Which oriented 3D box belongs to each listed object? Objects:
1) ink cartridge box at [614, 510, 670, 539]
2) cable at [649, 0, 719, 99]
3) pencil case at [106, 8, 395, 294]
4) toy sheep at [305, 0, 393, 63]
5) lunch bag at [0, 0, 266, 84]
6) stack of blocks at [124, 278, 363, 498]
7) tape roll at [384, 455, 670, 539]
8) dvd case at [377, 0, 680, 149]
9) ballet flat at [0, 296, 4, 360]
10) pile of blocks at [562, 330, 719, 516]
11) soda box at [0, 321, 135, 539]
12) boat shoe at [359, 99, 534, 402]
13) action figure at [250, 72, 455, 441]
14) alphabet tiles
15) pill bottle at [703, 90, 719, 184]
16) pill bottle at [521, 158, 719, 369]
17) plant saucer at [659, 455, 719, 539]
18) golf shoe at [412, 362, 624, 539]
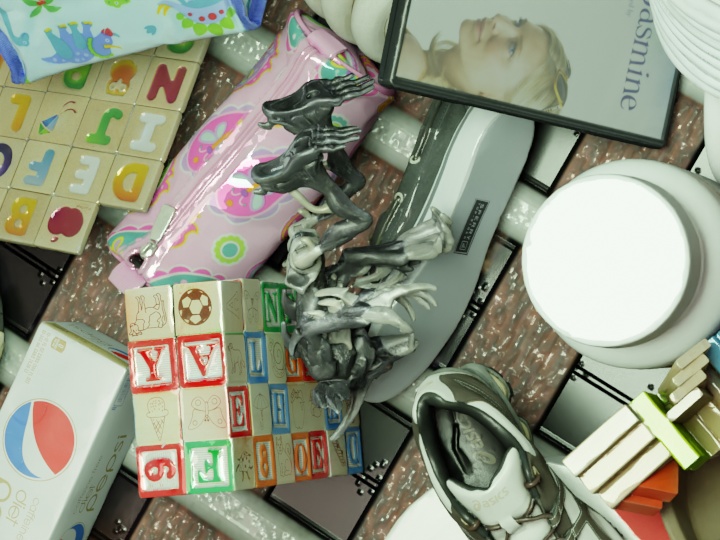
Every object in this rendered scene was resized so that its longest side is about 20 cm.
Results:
[{"bbox_3d":[0.262,0.152,1.349,0.161,0.050,0.200,-36,78,-17],"label":"ink cartridge box"},{"bbox_3d":[0.248,-0.174,1.304,0.199,0.069,0.200,9,57,22],"label":"cable"},{"bbox_3d":[-0.068,-0.059,1.481,0.087,0.087,0.200,44,100,14],"label":"pencil case"},{"bbox_3d":[0.024,-0.189,1.429,0.138,0.138,0.200,-36,58,14],"label":"toy sheep"},{"bbox_3d":[-0.135,-0.220,1.472,0.170,0.128,0.200,-11,42,20],"label":"lunch bag"},{"bbox_3d":[-0.063,0.067,1.413,0.058,0.200,0.116,-6,86,20],"label":"stack of blocks"},{"bbox_3d":[0.104,0.209,1.422,0.202,0.071,0.203,-1,88,17],"label":"tape roll"},{"bbox_3d":[0.107,-0.155,1.385,0.018,0.200,0.143,14,93,57],"label":"dvd case"},{"bbox_3d":[-0.281,-0.020,1.563,0.066,0.057,0.200,-25,81,17],"label":"ballet flat"},{"bbox_3d":[0.201,0.068,1.315,0.200,0.082,0.062,-37,76,-15],"label":"pile of blocks"},{"bbox_3d":[-0.200,0.134,1.528,0.068,0.064,0.200,27,96,17],"label":"soda box"},{"bbox_3d":[0.038,-0.019,1.460,0.057,0.069,0.200,32,98,38],"label":"boat shoe"},{"bbox_3d":[0.000,0.000,1.361,0.102,0.119,0.200,-7,122,7],"label":"action figure"},{"bbox_3d":[-0.180,-0.107,1.517,0.166,0.006,0.200,10,72,28],"label":"alphabet tiles"},{"bbox_3d":[0.295,-0.097,1.349,0.199,0.112,0.113,3,89,18],"label":"pill bottle"},{"bbox_3d":[0.155,-0.003,1.344,0.114,0.200,0.115,-1,88,18],"label":"pill bottle"},{"bbox_3d":[0.261,0.118,1.340,0.199,0.030,0.201,-3,56,4],"label":"plant saucer"},{"bbox_3d":[0.087,0.142,1.346,0.078,0.094,0.200,-40,78,11],"label":"golf shoe"}]
